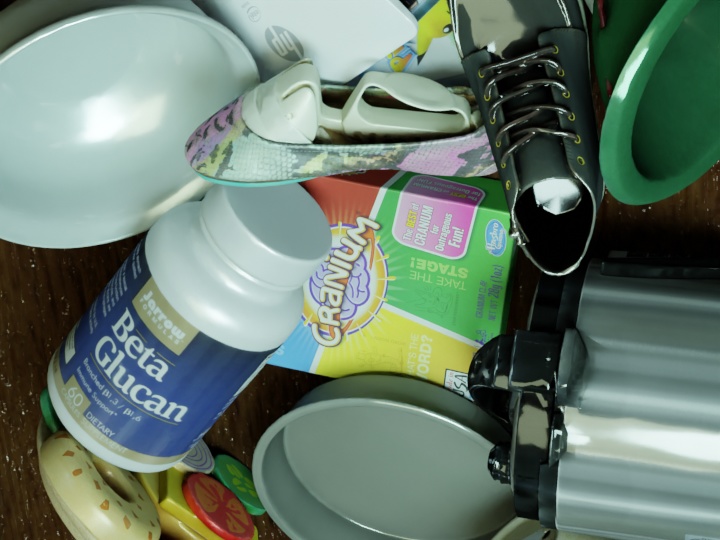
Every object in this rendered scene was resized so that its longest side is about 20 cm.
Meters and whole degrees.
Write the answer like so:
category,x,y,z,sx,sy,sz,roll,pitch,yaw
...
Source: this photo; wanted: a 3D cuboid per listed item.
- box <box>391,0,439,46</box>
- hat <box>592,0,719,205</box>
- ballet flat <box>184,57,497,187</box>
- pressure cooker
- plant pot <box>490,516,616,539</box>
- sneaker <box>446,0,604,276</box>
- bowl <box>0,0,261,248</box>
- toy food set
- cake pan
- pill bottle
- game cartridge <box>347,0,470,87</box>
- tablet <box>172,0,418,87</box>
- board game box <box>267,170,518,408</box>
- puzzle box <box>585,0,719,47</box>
category,x,y,z,sx,sy,sz,roll,pitch,yaw
box,-0.005,-0.245,1.219,0.200,0.038,0.137,43,121,-9
hat,0.143,-0.166,1.225,0.176,0.165,0.200,38,104,30
ballet flat,-0.006,-0.091,1.271,0.199,0.069,0.071,0,142,0
pressure cooker,0.165,0.080,1.317,0.199,0.179,0.177,6,124,11
plant pot,0.167,0.249,1.395,0.200,0.188,0.187,42,121,-17
sneaker,0.096,-0.102,1.183,0.075,0.106,0.201,-17,110,11
bowl,-0.168,-0.113,1.307,0.200,0.091,0.201,-17,144,-12
toy food set,-0.139,0.151,1.439,0.200,0.198,0.049,37,108,-21
cake pan,0.027,0.143,1.448,0.199,0.037,0.201,10,137,10
pill bottle,-0.105,0.027,1.351,0.111,0.111,0.200,36,122,-7
game cartridge,0.040,-0.165,1.295,0.133,0.041,0.201,-10,116,25
tablet,-0.058,-0.155,1.287,0.130,0.014,0.200,44,150,-12
board game box,0.000,0.000,1.397,0.199,0.040,0.154,11,121,9
puzzle box,0.177,-0.207,1.237,0.133,0.025,0.200,-22,112,25
